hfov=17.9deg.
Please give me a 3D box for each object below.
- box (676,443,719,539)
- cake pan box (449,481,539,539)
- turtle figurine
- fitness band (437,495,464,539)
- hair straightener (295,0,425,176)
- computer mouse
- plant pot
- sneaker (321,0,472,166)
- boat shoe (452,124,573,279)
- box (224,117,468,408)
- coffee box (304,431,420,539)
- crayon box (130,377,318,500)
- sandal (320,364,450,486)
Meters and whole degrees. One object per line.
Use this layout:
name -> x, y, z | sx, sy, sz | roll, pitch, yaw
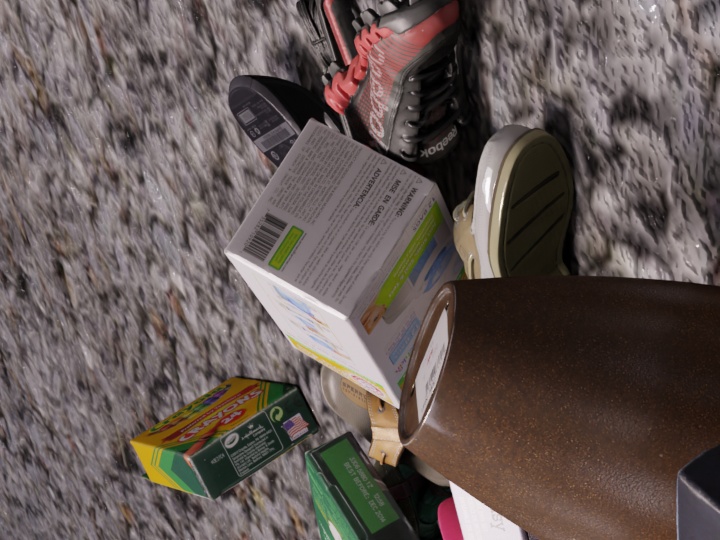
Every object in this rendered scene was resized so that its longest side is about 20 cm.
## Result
box -> 0.286, 0.133, 1.083 | 0.200, 0.196, 0.118 | 43, 156, 35
cake pan box -> 0.130, 0.165, 1.465 | 0.052, 0.184, 0.201 | -9, 102, 29
turtle figurine -> 0.053, 0.159, 1.798 | 0.150, 0.100, 0.201 | -8, 105, 63
fitness band -> 0.112, 0.228, 1.556 | 0.200, 0.037, 0.144 | 51, -164, -42
hair straightener -> -0.018, -0.141, 1.602 | 0.077, 0.041, 0.201 | 9, 128, 63
computer mouse -> -0.028, -0.069, 1.729 | 0.200, 0.046, 0.140 | 47, 156, -4
plant pot -> 0.128, 0.078, 1.254 | 0.199, 0.188, 0.187 | 17, 162, -10
sneaker -> 0.036, -0.123, 1.466 | 0.098, 0.071, 0.200 | 56, 161, 7
boat shoe -> 0.092, -0.024, 1.472 | 0.068, 0.075, 0.201 | 37, 153, 31
box -> 0.000, 0.000, 1.558 | 0.101, 0.113, 0.200 | 29, 167, 21
coffee box -> 0.010, 0.221, 1.743 | 0.123, 0.044, 0.200 | 56, 165, 32
crayon box -> -0.137, 0.156, 2.171 | 0.051, 0.127, 0.200 | 62, 158, -12
sandal -> 0.020, 0.106, 1.685 | 0.200, 0.054, 0.082 | 28, 123, 50
